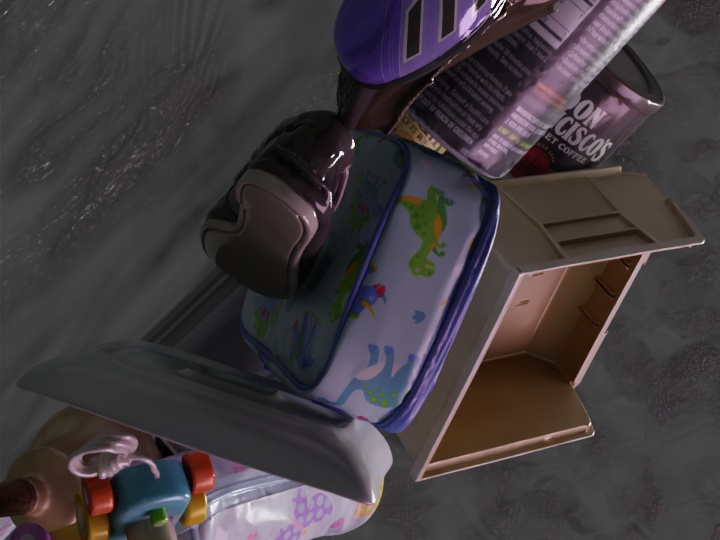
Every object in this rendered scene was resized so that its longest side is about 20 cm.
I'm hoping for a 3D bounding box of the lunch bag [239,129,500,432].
[{"bbox_3d":[0.000,0.000,0.996,0.162,0.082,0.200,-67,-160,2],"label":"lunch bag"}]

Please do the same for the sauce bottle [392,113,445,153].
[{"bbox_3d":[0.024,-0.089,1.124,0.200,0.065,0.065,-47,177,-8],"label":"sauce bottle"}]

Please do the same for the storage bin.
[{"bbox_3d":[0.126,0.035,1.241,0.197,0.094,0.201,-9,136,-36],"label":"storage bin"}]

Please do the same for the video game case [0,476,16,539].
[{"bbox_3d":[-0.276,0.195,1.214,0.200,0.018,0.143,-46,176,0],"label":"video game case"}]

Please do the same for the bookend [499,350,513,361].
[{"bbox_3d":[0.028,0.027,1.452,0.092,0.200,0.199,-43,176,-20],"label":"bookend"}]

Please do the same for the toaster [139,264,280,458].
[{"bbox_3d":[-0.098,0.074,1.171,0.129,0.114,0.200,-42,177,-17],"label":"toaster"}]

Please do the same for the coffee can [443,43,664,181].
[{"bbox_3d":[0.108,-0.107,1.278,0.200,0.146,0.146,-46,177,21],"label":"coffee can"}]

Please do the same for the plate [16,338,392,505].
[{"bbox_3d":[-0.076,0.077,0.964,0.200,0.197,0.033,5,102,-86],"label":"plate"}]

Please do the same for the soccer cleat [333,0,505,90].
[{"bbox_3d":[0.049,-0.157,0.709,0.200,0.069,0.073,-42,154,23],"label":"soccer cleat"}]

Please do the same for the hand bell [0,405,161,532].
[{"bbox_3d":[-0.203,0.134,0.991,0.104,0.104,0.200,-46,165,13],"label":"hand bell"}]

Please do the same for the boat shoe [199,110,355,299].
[{"bbox_3d":[-0.041,-0.033,0.925,0.057,0.067,0.200,-51,-178,-17],"label":"boat shoe"}]

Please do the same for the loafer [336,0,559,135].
[{"bbox_3d":[0.062,-0.133,0.796,0.200,0.071,0.073,-48,-158,26],"label":"loafer"}]

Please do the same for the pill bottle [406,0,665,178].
[{"bbox_3d":[0.105,-0.156,0.930,0.200,0.106,0.106,-47,177,14],"label":"pill bottle"}]

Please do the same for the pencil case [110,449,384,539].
[{"bbox_3d":[-0.069,0.142,1.055,0.090,0.084,0.199,-11,179,38],"label":"pencil case"}]

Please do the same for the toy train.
[{"bbox_3d":[-0.168,0.153,0.904,0.199,0.056,0.150,-29,157,25],"label":"toy train"}]
